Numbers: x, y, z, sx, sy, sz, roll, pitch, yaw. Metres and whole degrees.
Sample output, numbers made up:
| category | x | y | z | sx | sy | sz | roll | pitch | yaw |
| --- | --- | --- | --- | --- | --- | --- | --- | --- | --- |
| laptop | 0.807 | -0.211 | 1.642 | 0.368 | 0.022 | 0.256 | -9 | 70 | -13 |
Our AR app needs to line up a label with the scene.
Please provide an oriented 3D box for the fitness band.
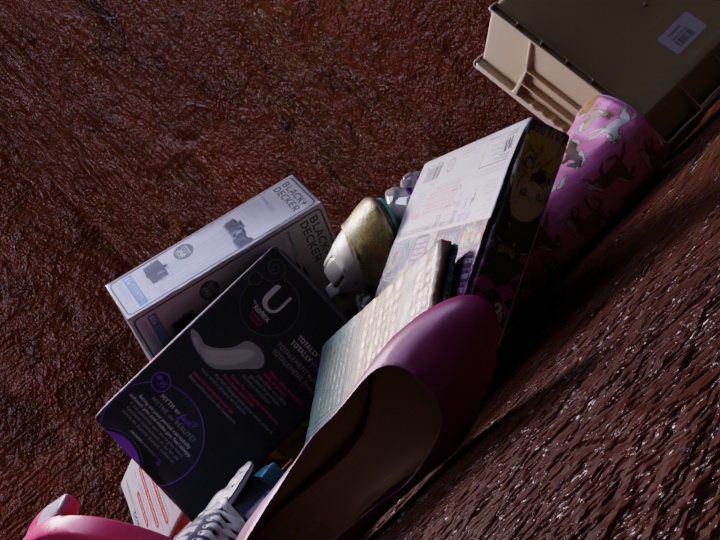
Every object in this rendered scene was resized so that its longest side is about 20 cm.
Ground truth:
| category | x | y | z | sx | sy | sz | roll | pitch | yaw |
| --- | --- | --- | --- | --- | --- | --- | --- | --- | --- |
| fitness band | -0.208 | 0.247 | 0.939 | 0.200 | 0.143 | 0.037 | -38 | 22 | 51 |

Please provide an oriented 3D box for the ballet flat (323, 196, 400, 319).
| category | x | y | z | sx | sy | sz | roll | pitch | yaw |
| --- | --- | --- | --- | --- | --- | --- | --- | --- | --- |
| ballet flat | 0.000 | 0.000 | 0.965 | 0.071 | 0.071 | 0.200 | -43 | -14 | -12 |

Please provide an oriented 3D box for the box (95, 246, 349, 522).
| category | x | y | z | sx | sy | sz | roll | pitch | yaw |
| --- | --- | --- | --- | --- | --- | --- | --- | --- | --- |
| box | -0.101 | 0.090 | 0.940 | 0.200 | 0.122 | 0.106 | -43 | 2 | -1 |

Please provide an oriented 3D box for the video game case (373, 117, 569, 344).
| category | x | y | z | sx | sy | sz | roll | pitch | yaw |
| --- | --- | --- | --- | --- | --- | --- | --- | --- | --- |
| video game case | 0.061 | -0.002 | 0.782 | 0.182 | 0.036 | 0.200 | -70 | 14 | -9 |

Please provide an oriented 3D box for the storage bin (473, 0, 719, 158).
| category | x | y | z | sx | sy | sz | roll | pitch | yaw |
| --- | --- | --- | --- | --- | --- | --- | --- | --- | --- |
| storage bin | 0.243 | -0.210 | 1.005 | 0.200 | 0.198 | 0.094 | -43 | -17 | -17 |

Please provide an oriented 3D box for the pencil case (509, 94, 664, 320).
| category | x | y | z | sx | sy | sz | roll | pitch | yaw |
| --- | --- | --- | --- | --- | --- | --- | --- | --- | --- |
| pencil case | 0.149 | -0.048 | 0.899 | 0.200 | 0.083 | 0.087 | -44 | 0 | -11 |

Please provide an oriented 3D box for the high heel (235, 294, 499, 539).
| category | x | y | z | sx | sy | sz | roll | pitch | yaw |
| --- | --- | --- | --- | --- | --- | --- | --- | --- | --- |
| high heel | 0.002 | 0.099 | 0.593 | 0.200 | 0.067 | 0.096 | -59 | -15 | 18 |

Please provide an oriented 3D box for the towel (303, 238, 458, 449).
| category | x | y | z | sx | sy | sz | roll | pitch | yaw |
| --- | --- | --- | --- | --- | --- | --- | --- | --- | --- |
| towel | 0.008 | 0.080 | 0.753 | 0.200 | 0.022 | 0.147 | 135 | 150 | -56 |

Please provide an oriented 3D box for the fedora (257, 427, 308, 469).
| category | x | y | z | sx | sy | sz | roll | pitch | yaw |
| --- | --- | --- | --- | --- | --- | --- | --- | --- | --- |
| fedora | -0.097 | 0.152 | 1.302 | 0.082 | 0.201 | 0.201 | 12 | 44 | 43 |

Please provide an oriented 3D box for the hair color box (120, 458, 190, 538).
| category | x | y | z | sx | sy | sz | roll | pitch | yaw |
| --- | --- | --- | --- | --- | --- | --- | --- | --- | --- |
| hair color box | -0.171 | 0.199 | 1.110 | 0.064 | 0.111 | 0.200 | -3 | -38 | -33 |

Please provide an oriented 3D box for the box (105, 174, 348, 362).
| category | x | y | z | sx | sy | sz | roll | pitch | yaw |
| --- | --- | --- | --- | --- | --- | --- | --- | --- | --- |
| box | -0.113 | 0.015 | 1.029 | 0.200 | 0.117 | 0.060 | -31 | 41 | -13 |

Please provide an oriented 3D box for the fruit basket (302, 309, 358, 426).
| category | x | y | z | sx | sy | sz | roll | pitch | yaw |
| --- | --- | --- | --- | --- | --- | --- | --- | --- | --- |
| fruit basket | -0.051 | 0.066 | 1.144 | 0.215 | 0.156 | 0.216 | -23 | -39 | -20 |

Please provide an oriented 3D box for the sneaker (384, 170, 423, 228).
| category | x | y | z | sx | sy | sz | roll | pitch | yaw |
| --- | --- | --- | --- | --- | --- | --- | --- | --- | --- |
| sneaker | 0.082 | -0.056 | 0.991 | 0.083 | 0.081 | 0.200 | -21 | 6 | 13 |

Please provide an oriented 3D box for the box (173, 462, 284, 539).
| category | x | y | z | sx | sy | sz | roll | pitch | yaw |
| --- | --- | --- | --- | --- | --- | --- | --- | --- | --- |
| box | -0.100 | 0.208 | 0.927 | 0.082 | 0.049 | 0.200 | -43 | 0 | -20 |

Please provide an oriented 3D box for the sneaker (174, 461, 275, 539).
| category | x | y | z | sx | sy | sz | roll | pitch | yaw |
| --- | --- | --- | --- | --- | --- | --- | --- | --- | --- |
| sneaker | -0.089 | 0.184 | 0.724 | 0.109 | 0.070 | 0.200 | -45 | -3 | -5 |
